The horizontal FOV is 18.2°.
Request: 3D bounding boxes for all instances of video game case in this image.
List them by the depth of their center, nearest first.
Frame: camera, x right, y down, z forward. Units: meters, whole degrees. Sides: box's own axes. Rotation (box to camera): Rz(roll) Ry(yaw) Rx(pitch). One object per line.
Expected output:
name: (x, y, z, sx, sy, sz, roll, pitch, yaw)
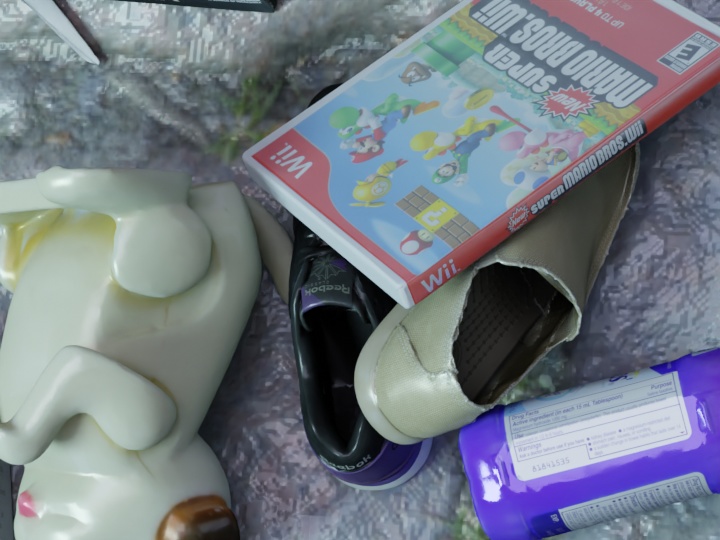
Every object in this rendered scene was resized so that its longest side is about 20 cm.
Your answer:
video game case: (0.060, -0.075, 1.047, 0.200, 0.017, 0.143, -36, 42, -14)

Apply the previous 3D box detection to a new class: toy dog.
toy dog: (-0.117, 0.057, 1.067, 0.139, 0.193, 0.201, -2, 88, 40)

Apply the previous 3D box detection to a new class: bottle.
bottle: (0.147, 0.072, 1.023, 0.199, 0.084, 0.066, -16, 81, 11)

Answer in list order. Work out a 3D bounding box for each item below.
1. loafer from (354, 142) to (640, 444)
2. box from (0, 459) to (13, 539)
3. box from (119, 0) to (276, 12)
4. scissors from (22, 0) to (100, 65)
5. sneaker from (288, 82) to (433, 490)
loafer: (0.078, 0.000, 1.035, 0.068, 0.076, 0.200, 5, 55, 53)
box: (-0.257, 0.141, 1.096, 0.151, 0.106, 0.201, -8, 77, 12)
box: (-0.111, -0.240, 1.168, 0.159, 0.044, 0.201, 6, 80, 11)
scissors: (-0.202, -0.184, 1.199, 0.199, 0.014, 0.073, 31, 87, 18)
sneaker: (0.000, 0.000, 1.072, 0.075, 0.088, 0.201, -8, 76, 12)
